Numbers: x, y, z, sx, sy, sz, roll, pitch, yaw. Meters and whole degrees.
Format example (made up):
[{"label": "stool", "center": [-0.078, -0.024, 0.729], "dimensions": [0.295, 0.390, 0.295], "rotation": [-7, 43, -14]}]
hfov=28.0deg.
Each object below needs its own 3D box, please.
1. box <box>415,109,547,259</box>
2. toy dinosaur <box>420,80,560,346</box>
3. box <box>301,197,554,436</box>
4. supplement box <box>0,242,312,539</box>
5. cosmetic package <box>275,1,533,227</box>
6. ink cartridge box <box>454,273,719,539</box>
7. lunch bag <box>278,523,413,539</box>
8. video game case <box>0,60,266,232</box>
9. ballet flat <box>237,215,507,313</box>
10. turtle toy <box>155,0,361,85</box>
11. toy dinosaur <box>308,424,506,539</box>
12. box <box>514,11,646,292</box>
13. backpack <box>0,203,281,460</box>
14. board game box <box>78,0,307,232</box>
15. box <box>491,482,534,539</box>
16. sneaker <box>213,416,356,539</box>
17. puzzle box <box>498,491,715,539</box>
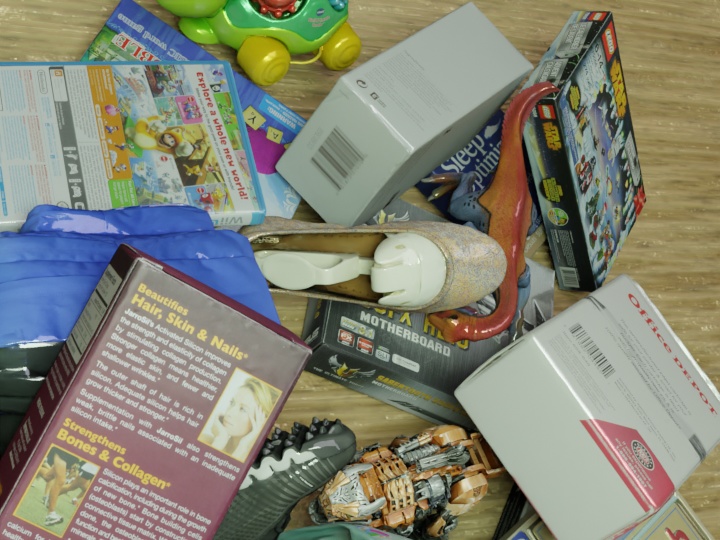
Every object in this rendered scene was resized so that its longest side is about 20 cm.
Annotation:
[{"label": "box", "center": [0.092, -0.101, 1.253], "dimensions": [0.200, 0.032, 0.121], "rotation": [44, 49, -2]}, {"label": "toy dinosaur", "center": [0.091, -0.028, 1.076], "dimensions": [0.104, 0.201, 0.182], "rotation": [10, 24, -10]}, {"label": "box", "center": [0.057, 0.036, 1.138], "dimensions": [0.199, 0.048, 0.159], "rotation": [24, 53, -19]}, {"label": "supplement box", "center": [-0.127, 0.099, 0.791], "dimensions": [0.110, 0.086, 0.201], "rotation": [29, 88, -18]}, {"label": "cosmetic package", "center": [0.037, -0.121, 1.123], "dimensions": [0.081, 0.113, 0.200], "rotation": [47, 44, 6]}, {"label": "ink cartridge box", "center": [0.174, 0.098, 1.040], "dimensions": [0.146, 0.085, 0.200], "rotation": [55, 32, 8]}, {"label": "lunch bag", "center": [0.028, 0.228, 0.903], "dimensions": [0.170, 0.200, 0.122], "rotation": [24, 60, -20]}, {"label": "video game case", "center": [-0.176, -0.089, 1.011], "dimensions": [0.199, 0.018, 0.144], "rotation": [-3, 56, -19]}, {"label": "ballet flat", "center": [0.000, 0.000, 1.002], "dimensions": [0.067, 0.199, 0.068], "rotation": [-41, 131, -72]}, {"label": "turtle toy", "center": [-0.084, -0.229, 1.147], "dimensions": [0.199, 0.101, 0.146], "rotation": [-18, 57, -39]}, {"label": "toy dinosaur", "center": [0.049, 0.152, 1.008], "dimensions": [0.199, 0.136, 0.103], "rotation": [11, 57, -27]}, {"label": "box", "center": [0.193, -0.101, 1.235], "dimensions": [0.137, 0.040, 0.201], "rotation": [-56, 139, -40]}, {"label": "backpack", "center": [-0.175, 0.047, 0.918], "dimensions": [0.199, 0.163, 0.168], "rotation": [-5, 46, -25]}, {"label": "board game box", "center": [-0.142, -0.081, 1.084], "dimensions": [0.200, 0.041, 0.200], "rotation": [33, 51, -12]}, {"label": "box", "center": [0.140, 0.248, 1.077], "dimensions": [0.110, 0.035, 0.200], "rotation": [37, 50, -10]}, {"label": "sneaker", "center": [-0.078, 0.167, 0.910], "dimensions": [0.091, 0.200, 0.066], "rotation": [59, 10, -6]}, {"label": "puzzle box", "center": [0.183, 0.219, 1.081], "dimensions": [0.200, 0.025, 0.133], "rotation": [-34, 84, -41]}]
